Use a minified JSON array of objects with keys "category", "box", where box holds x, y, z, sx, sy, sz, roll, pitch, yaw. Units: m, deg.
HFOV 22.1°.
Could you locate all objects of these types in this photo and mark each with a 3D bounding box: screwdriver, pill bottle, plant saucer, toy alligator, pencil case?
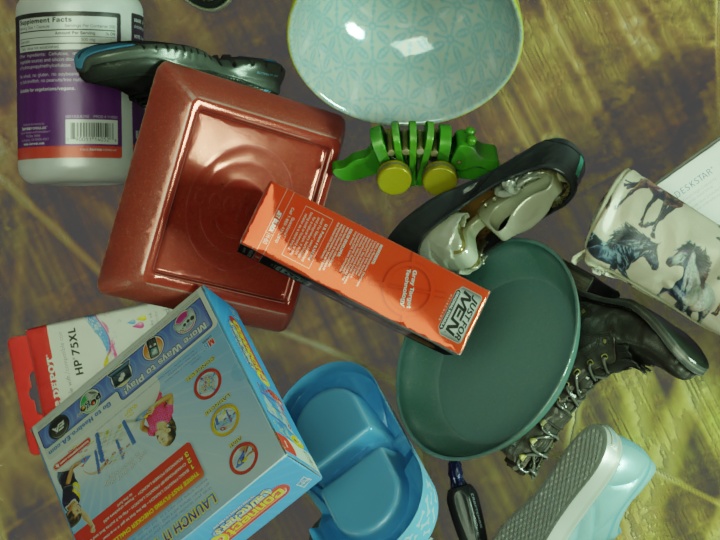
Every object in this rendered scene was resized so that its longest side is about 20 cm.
[{"category":"screwdriver","box":[0.079,0.149,1.616,0.029,0.028,0.201,-8,82,-20]},{"category":"pill bottle","box":[-0.245,-0.176,1.617,0.112,0.112,0.201,-1,90,9]},{"category":"plant saucer","box":[0.114,0.071,1.551,0.200,0.036,0.201,-27,48,36]},{"category":"plant saucer","box":[-0.107,-0.056,1.568,0.037,0.199,0.201,19,94,53]},{"category":"toy alligator","box":[0.075,-0.103,1.581,0.199,0.059,0.054,0,129,-1]},{"category":"pencil case","box":[0.272,0.006,1.476,0.200,0.078,0.090,33,99,11]}]

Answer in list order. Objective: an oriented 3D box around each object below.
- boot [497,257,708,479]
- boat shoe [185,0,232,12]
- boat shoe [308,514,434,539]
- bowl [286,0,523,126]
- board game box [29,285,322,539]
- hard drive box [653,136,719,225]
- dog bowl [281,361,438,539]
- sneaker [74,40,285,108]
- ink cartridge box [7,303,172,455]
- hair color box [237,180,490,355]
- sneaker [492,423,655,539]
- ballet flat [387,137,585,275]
[{"category":"boot","box":[0.182,0.098,1.545,0.200,0.069,0.175,34,94,48]},{"category":"boat shoe","box":[-0.172,-0.321,1.626,0.074,0.066,0.200,-23,87,8]},{"category":"boat shoe","box":[-0.032,0.269,1.612,0.200,0.071,0.091,-35,80,2]},{"category":"bowl","box":[0.039,-0.230,1.561,0.199,0.201,0.108,-6,47,9]},{"category":"board game box","box":[-0.155,0.149,1.513,0.200,0.056,0.196,-39,50,10]},{"category":"hard drive box","box":[0.356,-0.029,1.537,0.156,0.077,0.200,-35,86,8]},{"category":"dog bowl","box":[-0.002,0.168,1.563,0.111,0.050,0.200,-38,48,9]},{"category":"sneaker","box":[-0.152,-0.150,1.574,0.199,0.073,0.082,5,95,-35]},{"category":"ink cartridge box","box":[-0.221,0.095,1.638,0.199,0.067,0.117,-13,88,10]},{"category":"hair color box","box":[0.000,0.000,1.517,0.199,0.102,0.061,26,85,-3]},{"category":"sneaker","box":[0.180,0.226,1.575,0.082,0.074,0.200,27,114,-23]},{"category":"ballet flat","box":[0.102,-0.042,1.553,0.200,0.073,0.073,-31,86,18]}]
